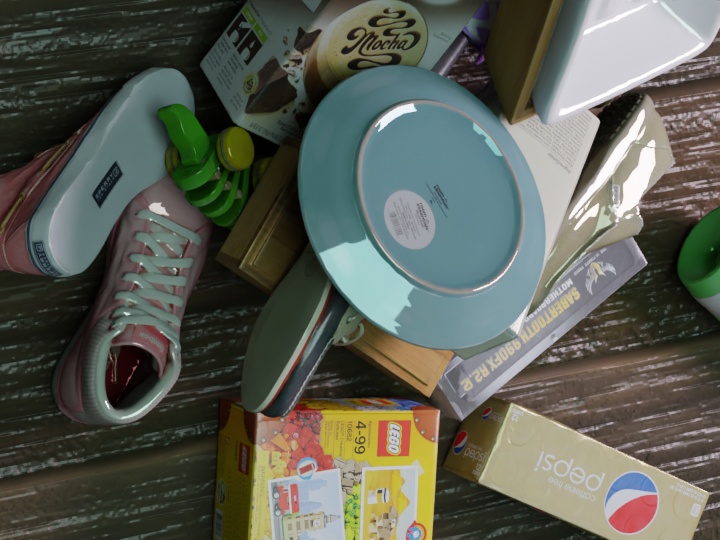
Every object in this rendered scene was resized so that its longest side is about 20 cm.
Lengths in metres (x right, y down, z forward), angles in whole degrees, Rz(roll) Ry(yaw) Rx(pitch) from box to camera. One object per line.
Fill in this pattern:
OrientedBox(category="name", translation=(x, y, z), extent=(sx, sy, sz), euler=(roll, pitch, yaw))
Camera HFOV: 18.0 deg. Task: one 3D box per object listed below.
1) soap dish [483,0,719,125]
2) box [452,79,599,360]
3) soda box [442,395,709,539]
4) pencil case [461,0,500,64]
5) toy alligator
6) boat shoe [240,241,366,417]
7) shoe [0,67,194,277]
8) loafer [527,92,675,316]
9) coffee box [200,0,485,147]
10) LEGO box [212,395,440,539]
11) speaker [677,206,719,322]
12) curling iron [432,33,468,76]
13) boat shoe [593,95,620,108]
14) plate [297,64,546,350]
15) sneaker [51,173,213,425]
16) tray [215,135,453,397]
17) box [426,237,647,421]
OrientedBox(category="soap dish", translation=(0.182, -0.201, 1.592), extent=(0.199, 0.081, 0.158), euler=(-26, 149, -34))
OrientedBox(category="box", translation=(0.096, -0.044, 1.608), extent=(0.082, 0.068, 0.201), euler=(37, 56, -19))
OrientedBox(category="soda box", translation=(0.167, 0.162, 1.759), extent=(0.199, 0.064, 0.068), euler=(25, 86, -25))
OrientedBox(category="pencil case", translation=(0.128, -0.250, 1.649), extent=(0.200, 0.084, 0.086), euler=(-44, 91, 10))
OrientedBox(category="toy alligator", translation=(-0.080, -0.047, 1.599), extent=(0.200, 0.059, 0.055), euler=(41, 51, -44))
OrientedBox(category="boat shoe", translation=(-0.016, 0.013, 1.536), extent=(0.062, 0.071, 0.201), euler=(32, 77, -32))
OrientedBox(category="shoe", translation=(-0.196, -0.070, 1.569), extent=(0.201, 0.090, 0.072), euler=(-57, 135, -40))
OrientedBox(category="loafer", translation=(0.169, -0.039, 1.677), extent=(0.068, 0.076, 0.200), euler=(41, 78, -16))
OrientedBox(category="coffee box", translation=(-0.002, -0.179, 1.580), extent=(0.113, 0.080, 0.200), euler=(23, 113, -40))
OrientedBox(category="LEGO box", translation=(-0.028, 0.196, 1.668), extent=(0.148, 0.077, 0.202), euler=(1, 96, -24))
OrientedBox(category="speaker", translation=(0.347, 0.030, 1.813), extent=(0.199, 0.088, 0.089), euler=(34, 82, -23))
OrientedBox(category="curling iron", translation=(0.027, -0.119, 1.680), extent=(0.026, 0.049, 0.201), euler=(43, 73, -23))
OrientedBox(category="boat shoe", translation=(0.191, -0.226, 1.724), extent=(0.071, 0.072, 0.202), euler=(-7, 92, -22))
OrientedBox(category="plate", translation=(0.048, -0.046, 1.519), extent=(0.199, 0.026, 0.202), euler=(12, 67, -30))
OrientedBox(category="sneaker", translation=(-0.145, 0.018, 1.583), extent=(0.075, 0.105, 0.202), euler=(26, 84, -23))
OrientedBox(category="tray", translation=(0.000, 0.000, 1.606), extent=(0.200, 0.037, 0.099), euler=(35, 81, -35))
OrientedBox(category="box", translation=(0.100, -0.011, 1.717), extent=(0.200, 0.048, 0.159), euler=(-39, 110, -15))
